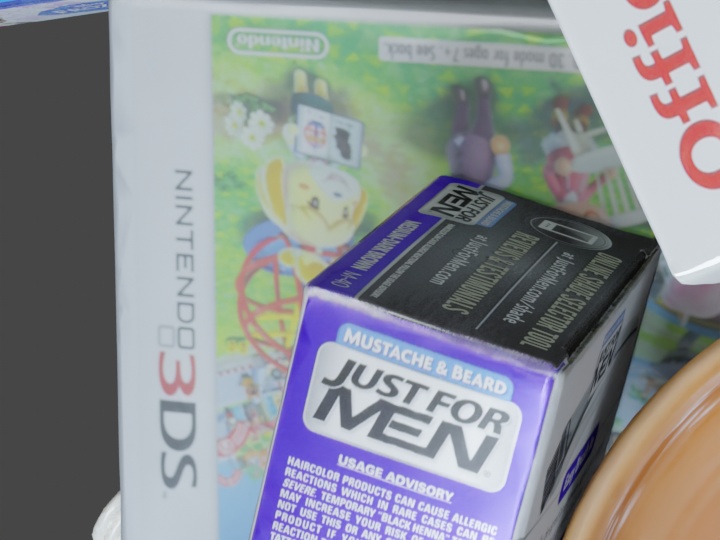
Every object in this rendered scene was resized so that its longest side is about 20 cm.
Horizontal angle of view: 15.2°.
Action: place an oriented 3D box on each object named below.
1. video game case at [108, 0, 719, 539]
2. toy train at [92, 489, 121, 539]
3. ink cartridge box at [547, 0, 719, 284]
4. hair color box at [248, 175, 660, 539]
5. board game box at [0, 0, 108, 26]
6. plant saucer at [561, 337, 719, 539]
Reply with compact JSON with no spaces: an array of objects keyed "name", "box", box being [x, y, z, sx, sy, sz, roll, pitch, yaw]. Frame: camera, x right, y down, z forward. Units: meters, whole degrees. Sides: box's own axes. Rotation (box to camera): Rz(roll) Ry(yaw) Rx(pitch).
[{"name":"video game case","box":[0.032,0.022,0.682,0.199,0.022,0.183,5,106,16]},{"name":"toy train","box":[0.000,0.000,0.771,0.200,0.150,0.056,-56,48,16]},{"name":"ink cartridge box","box":[0.125,-0.102,0.513,0.200,0.084,0.147,-28,83,27]},{"name":"hair color box","box":[0.009,0.089,0.637,0.065,0.109,0.201,19,109,12]},{"name":"board game box","box":[-0.074,-0.185,0.859,0.199,0.041,0.201,-6,88,27]},{"name":"plant saucer","box":[0.136,0.098,0.625,0.199,0.037,0.201,0,88,-5]}]
